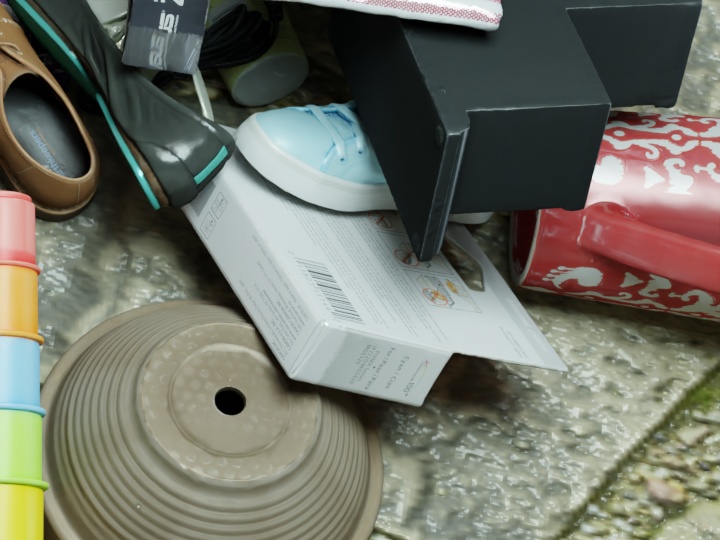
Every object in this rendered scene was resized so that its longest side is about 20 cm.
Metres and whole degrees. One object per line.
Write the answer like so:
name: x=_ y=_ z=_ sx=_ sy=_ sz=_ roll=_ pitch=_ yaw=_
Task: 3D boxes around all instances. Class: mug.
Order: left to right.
mug: x=0.197 y=-0.037 z=1.742 sx=0.200 sy=0.178 sz=0.134 roll=7 pitch=80 yaw=-6

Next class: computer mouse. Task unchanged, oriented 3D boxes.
computer mouse: x=-0.120 y=-0.198 z=1.788 sx=0.140 sy=0.046 sz=0.200 roll=-16 pitch=61 yaw=11

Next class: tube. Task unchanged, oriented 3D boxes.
tube: x=-0.090 y=-0.192 z=1.829 sx=0.058 sy=0.052 sz=0.200 roll=8 pitch=48 yaw=-48

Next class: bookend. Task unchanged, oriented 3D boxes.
bookend: x=0.105 y=-0.110 z=1.655 sx=0.200 sy=0.092 sz=0.199 roll=-4 pitch=43 yaw=-17

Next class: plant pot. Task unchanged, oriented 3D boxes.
plant pot: x=-0.078 y=0.091 z=1.636 sx=0.200 sy=0.093 sz=0.201 roll=7 pitch=58 yaw=-12

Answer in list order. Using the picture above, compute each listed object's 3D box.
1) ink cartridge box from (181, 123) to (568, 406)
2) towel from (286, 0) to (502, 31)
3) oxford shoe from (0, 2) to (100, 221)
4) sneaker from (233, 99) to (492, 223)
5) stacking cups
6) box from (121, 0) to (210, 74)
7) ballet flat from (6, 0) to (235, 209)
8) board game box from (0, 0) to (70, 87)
ink cartridge box: x=0.000 y=0.000 z=1.697 sx=0.176 sy=0.045 sz=0.200 roll=13 pitch=29 yaw=-36
towel: x=0.006 y=-0.197 z=1.643 sx=0.146 sy=0.030 sz=0.200 roll=7 pitch=41 yaw=-3
oxford shoe: x=-0.213 y=-0.122 z=1.710 sx=0.071 sy=0.071 sz=0.200 roll=-41 pitch=90 yaw=-19
sneaker: x=0.016 y=-0.082 z=1.721 sx=0.200 sy=0.082 sz=0.074 roll=4 pitch=33 yaw=-45
stacking cups: x=-0.191 y=0.059 z=1.612 sx=0.060 sy=0.061 sz=0.200 roll=5 pitch=76 yaw=-12
box: x=-0.095 y=-0.234 z=1.675 sx=0.049 sy=0.161 sz=0.200 roll=7 pitch=42 yaw=-6
ballet flat: x=-0.131 y=-0.113 z=1.706 sx=0.068 sy=0.068 sz=0.200 roll=-33 pitch=57 yaw=-6
board game box: x=-0.280 y=-0.149 z=1.765 sx=0.200 sy=0.032 sz=0.120 roll=-11 pitch=59 yaw=-20
